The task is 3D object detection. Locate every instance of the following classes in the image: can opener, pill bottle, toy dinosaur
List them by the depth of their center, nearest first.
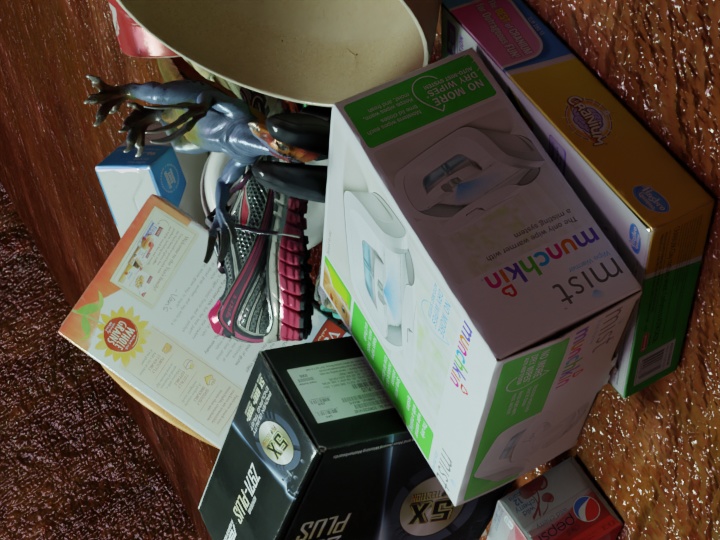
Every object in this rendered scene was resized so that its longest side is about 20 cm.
[{"bbox_3d":[-0.019,-0.066,0.926,0.200,0.078,0.064,-22,-60,-71],"label":"can opener"},{"bbox_3d":[-0.101,-0.115,1.061,0.180,0.201,0.105,2,146,24],"label":"toy dinosaur"},{"bbox_3d":[-0.076,-0.069,1.260,0.115,0.114,0.200,65,173,-4],"label":"pill bottle"}]

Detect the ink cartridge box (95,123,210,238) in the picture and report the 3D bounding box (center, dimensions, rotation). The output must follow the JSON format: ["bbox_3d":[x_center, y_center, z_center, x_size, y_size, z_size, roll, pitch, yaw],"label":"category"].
[{"bbox_3d":[-0.155,-0.097,1.441,0.067,0.200,0.117,1,123,30],"label":"ink cartridge box"}]

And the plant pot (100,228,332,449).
[{"bbox_3d":[-0.111,0.058,1.319,0.199,0.140,0.200,32,-174,-4],"label":"plant pot"}]

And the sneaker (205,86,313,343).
[{"bbox_3d":[-0.077,-0.047,1.108,0.081,0.074,0.201,72,-165,-75],"label":"sneaker"}]

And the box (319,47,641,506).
[{"bbox_3d":[0.061,0.009,0.867,0.177,0.096,0.200,59,162,24],"label":"box"}]

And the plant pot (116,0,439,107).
[{"bbox_3d":[-0.036,-0.205,0.879,0.199,0.135,0.200,17,160,7],"label":"plant pot"}]

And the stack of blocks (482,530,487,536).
[{"bbox_3d":[0.028,0.161,1.285,0.200,0.114,0.059,-109,2,-64],"label":"stack of blocks"}]

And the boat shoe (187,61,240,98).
[{"bbox_3d":[-0.112,-0.130,1.382,0.073,0.063,0.202,45,155,47],"label":"boat shoe"}]

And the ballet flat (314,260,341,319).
[{"bbox_3d":[0.000,0.000,1.115,0.200,0.072,0.072,175,69,-88],"label":"ballet flat"}]

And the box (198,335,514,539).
[{"bbox_3d":[0.011,0.123,1.017,0.086,0.199,0.164,56,139,33],"label":"box"}]

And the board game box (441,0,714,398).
[{"bbox_3d":[0.113,-0.048,0.860,0.200,0.040,0.153,54,160,33],"label":"board game box"}]

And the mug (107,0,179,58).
[{"bbox_3d":[-0.157,-0.258,1.084,0.133,0.177,0.201,26,130,54],"label":"mug"}]

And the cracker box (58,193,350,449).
[{"bbox_3d":[-0.118,0.051,1.198,0.200,0.134,0.058,35,-179,3],"label":"cracker box"}]

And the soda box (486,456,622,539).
[{"bbox_3d":[0.134,0.219,1.130,0.064,0.070,0.200,53,160,26],"label":"soda box"}]

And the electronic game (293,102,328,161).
[{"bbox_3d":[-0.049,-0.177,1.083,0.200,0.041,0.201,167,90,-85],"label":"electronic game"}]
